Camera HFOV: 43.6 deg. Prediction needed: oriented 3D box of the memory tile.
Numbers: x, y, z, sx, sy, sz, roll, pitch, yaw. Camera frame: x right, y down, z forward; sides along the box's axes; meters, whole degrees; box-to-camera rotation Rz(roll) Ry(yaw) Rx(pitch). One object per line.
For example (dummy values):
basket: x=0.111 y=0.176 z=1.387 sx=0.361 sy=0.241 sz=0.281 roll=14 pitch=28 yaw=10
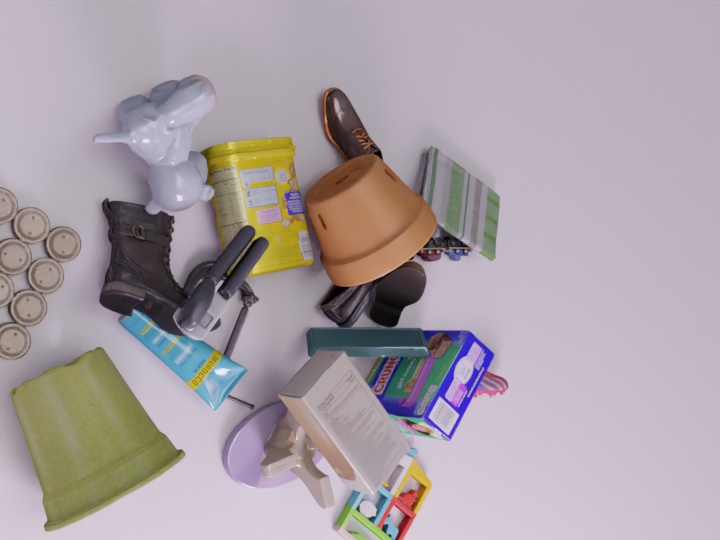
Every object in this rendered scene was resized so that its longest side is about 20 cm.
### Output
memory tile: x=-0.478 y=0.004 z=1.205 sx=0.153 sy=0.017 sz=0.201 roll=34 pitch=70 yaw=-29

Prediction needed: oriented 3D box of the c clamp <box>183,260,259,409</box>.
c clamp: x=-0.215 y=0.094 z=1.385 sx=0.170 sy=0.027 sz=0.201 roll=22 pitch=76 yaw=-26

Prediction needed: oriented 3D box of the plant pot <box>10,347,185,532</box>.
plant pot: x=-0.362 y=0.211 z=1.189 sx=0.200 sy=0.200 sz=0.185 roll=-28 pitch=92 yaw=-33

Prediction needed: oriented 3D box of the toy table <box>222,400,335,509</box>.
toy table: x=-0.100 y=0.275 z=1.401 sx=0.199 sy=0.117 sz=0.185 roll=-30 pitch=105 yaw=-33

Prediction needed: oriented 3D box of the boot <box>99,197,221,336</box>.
boot: x=-0.282 y=-0.010 z=1.288 sx=0.199 sy=0.069 sz=0.175 roll=25 pitch=47 yaw=-33

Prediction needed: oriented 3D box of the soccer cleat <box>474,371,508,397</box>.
soccer cleat: x=0.193 y=0.196 z=1.647 sx=0.199 sy=0.067 sz=0.077 roll=2 pitch=82 yaw=-33

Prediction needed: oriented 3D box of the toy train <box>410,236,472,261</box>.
toy train: x=0.126 y=-0.038 z=1.626 sx=0.199 sy=0.034 sz=0.046 roll=-3 pitch=93 yaw=-35

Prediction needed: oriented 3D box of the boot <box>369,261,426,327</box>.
boot: x=0.065 y=0.021 z=1.494 sx=0.073 sy=0.200 sz=0.076 roll=25 pitch=62 yaw=-3

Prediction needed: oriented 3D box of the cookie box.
cookie box: x=0.100 y=0.185 z=1.495 sx=0.075 sy=0.199 sz=0.172 roll=43 pitch=64 yaw=-24

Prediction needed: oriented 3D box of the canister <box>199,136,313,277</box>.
canister: x=-0.156 y=-0.095 z=1.386 sx=0.148 sy=0.086 sz=0.201 roll=-12 pitch=90 yaw=-35

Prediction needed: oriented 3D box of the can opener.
can opener: x=-0.186 y=0.011 z=1.249 sx=0.053 sy=0.067 sz=0.200 roll=41 pitch=54 yaw=-12

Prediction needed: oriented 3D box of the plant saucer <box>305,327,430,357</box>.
plant saucer: x=0.012 y=0.115 z=1.466 sx=0.198 sy=0.070 sz=0.019 roll=1 pitch=120 yaw=-8

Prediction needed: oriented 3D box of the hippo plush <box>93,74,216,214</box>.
hippo plush: x=-0.255 y=-0.172 z=1.275 sx=0.158 sy=0.200 sz=0.162 roll=-20 pitch=115 yaw=4

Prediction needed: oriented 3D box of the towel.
towel: x=0.181 y=-0.120 z=1.655 sx=0.200 sy=0.031 sz=0.150 roll=32 pitch=55 yaw=-32

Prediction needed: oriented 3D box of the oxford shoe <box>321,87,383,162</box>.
oxford shoe: x=-0.001 y=-0.218 z=1.519 sx=0.071 sy=0.073 sz=0.201 roll=-34 pitch=107 yaw=-32

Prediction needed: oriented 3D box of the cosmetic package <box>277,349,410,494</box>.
cosmetic package: x=-0.022 y=0.225 z=1.344 sx=0.105 sy=0.071 sz=0.201 roll=-44 pitch=113 yaw=-30

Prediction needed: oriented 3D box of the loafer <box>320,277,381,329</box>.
loafer: x=0.000 y=0.000 z=1.515 sx=0.063 sy=0.072 sz=0.201 roll=36 pitch=71 yaw=-24

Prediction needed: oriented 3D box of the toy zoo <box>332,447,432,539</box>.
toy zoo: x=0.049 y=0.394 z=1.558 sx=0.131 sy=0.020 sz=0.201 roll=45 pitch=64 yaw=-25

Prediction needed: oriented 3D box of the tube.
tube: x=-0.263 y=0.117 z=1.320 sx=0.200 sy=0.050 sz=0.078 roll=42 pitch=86 yaw=-20

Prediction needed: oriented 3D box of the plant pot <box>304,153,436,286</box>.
plant pot: x=0.002 y=-0.090 z=1.435 sx=0.200 sy=0.200 sz=0.140 roll=-46 pitch=115 yaw=-28
